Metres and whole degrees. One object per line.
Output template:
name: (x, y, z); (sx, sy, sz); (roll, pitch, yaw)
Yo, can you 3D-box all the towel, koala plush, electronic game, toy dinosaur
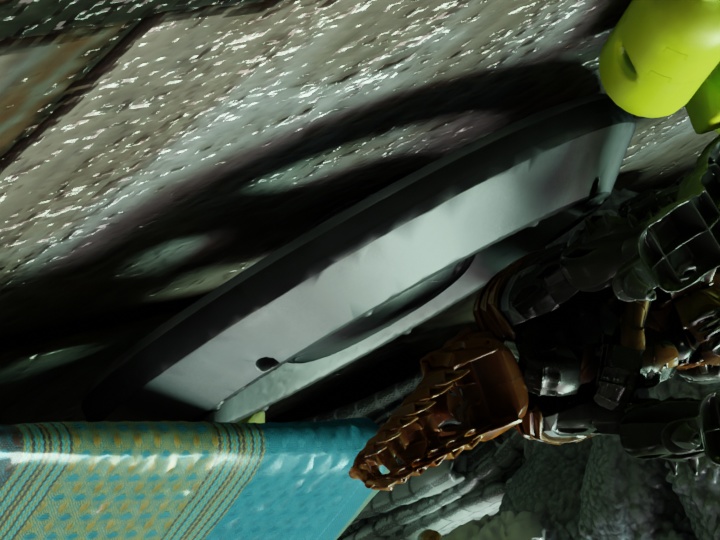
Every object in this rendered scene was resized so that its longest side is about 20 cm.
towel: (0.030, 0.092, 1.155); (0.200, 0.086, 0.165); (-29, 166, 31)
towel: (-0.089, 0.097, 0.727); (0.200, 0.022, 0.147); (6, 128, -51)
koala plush: (0.122, 0.095, 0.976); (0.177, 0.184, 0.200); (6, 145, -38)
electronic game: (0.000, 0.000, 0.764); (0.199, 0.042, 0.200); (-30, 174, -3)
toy dinosaur: (0.081, 0.025, 0.761); (0.135, 0.102, 0.200); (-10, -145, 53)

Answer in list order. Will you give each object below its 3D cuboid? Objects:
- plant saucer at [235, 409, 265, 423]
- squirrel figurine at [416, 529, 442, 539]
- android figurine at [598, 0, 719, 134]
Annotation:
plant saucer: (-0.115, 0.141, 0.891); (0.200, 0.048, 0.200); (-51, 169, -18)
squirrel figurine: (0.051, 0.175, 1.115); (0.200, 0.142, 0.187); (-32, 161, -21)
android figurine: (0.159, -0.090, 0.678); (0.181, 0.041, 0.200); (-21, 171, -11)
